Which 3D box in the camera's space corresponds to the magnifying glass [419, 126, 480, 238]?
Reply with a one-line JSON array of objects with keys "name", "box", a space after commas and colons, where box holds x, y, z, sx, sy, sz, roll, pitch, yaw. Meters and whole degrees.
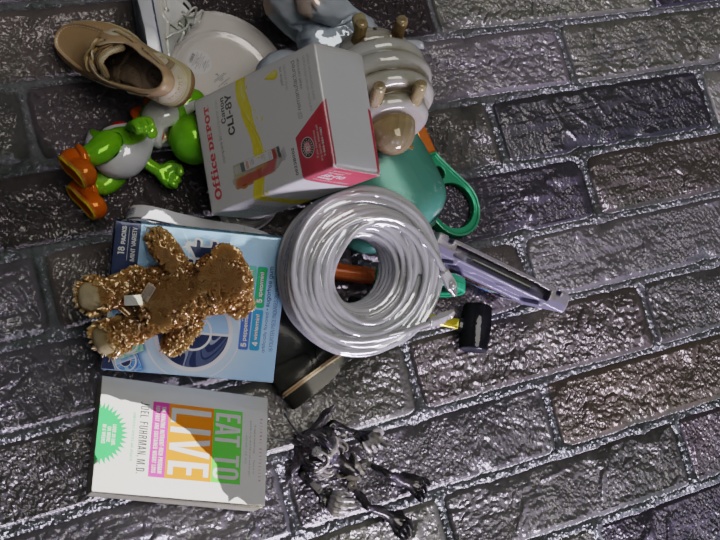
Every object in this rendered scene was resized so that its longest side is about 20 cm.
[{"name": "magnifying glass", "box": [0.100, -0.138, 1.662, 0.080, 0.022, 0.200, -24, 87, -28]}]

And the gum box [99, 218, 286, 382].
[{"name": "gum box", "box": [-0.191, 0.035, 1.418, 0.200, 0.045, 0.170, 5, 95, -14]}]

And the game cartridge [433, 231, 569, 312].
[{"name": "game cartridge", "box": [0.158, 0.002, 1.592, 0.200, 0.130, 0.038, 25, 82, -18]}]

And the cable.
[{"name": "cable", "box": [0.000, 0.000, 1.424, 0.200, 0.069, 0.200, -26, 108, -20]}]

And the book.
[{"name": "book", "box": [-0.209, 0.201, 1.418, 0.200, 0.048, 0.134, 9, 69, -21]}]

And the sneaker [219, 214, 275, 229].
[{"name": "sneaker", "box": [-0.100, -0.124, 1.528, 0.075, 0.082, 0.200, 47, 63, -8]}]

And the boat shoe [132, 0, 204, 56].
[{"name": "boat shoe", "box": [-0.233, -0.313, 1.511, 0.086, 0.075, 0.202, -6, 66, -15]}]

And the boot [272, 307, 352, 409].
[{"name": "boot", "box": [-0.050, 0.054, 1.507, 0.200, 0.077, 0.138, -40, 91, -24]}]

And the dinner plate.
[{"name": "dinner plate", "box": [-0.176, -0.238, 1.556, 0.200, 0.024, 0.201, 7, 73, -23]}]

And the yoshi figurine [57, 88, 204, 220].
[{"name": "yoshi figurine", "box": [-0.246, -0.140, 1.448, 0.200, 0.112, 0.112, -39, 108, -26]}]

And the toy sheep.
[{"name": "toy sheep", "box": [0.023, -0.223, 1.447, 0.138, 0.138, 0.200, 3, 62, -25]}]

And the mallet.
[{"name": "mallet", "box": [0.078, 0.070, 1.592, 0.200, 0.041, 0.066, 4, 77, -20]}]

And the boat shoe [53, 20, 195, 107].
[{"name": "boat shoe", "box": [-0.285, -0.248, 1.427, 0.200, 0.064, 0.071, 22, 97, 24]}]

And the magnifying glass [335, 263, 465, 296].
[{"name": "magnifying glass", "box": [0.036, 0.009, 1.562, 0.200, 0.080, 0.022, 6, 77, -13]}]

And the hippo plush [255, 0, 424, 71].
[{"name": "hippo plush", "box": [-0.063, -0.267, 1.563, 0.200, 0.159, 0.161, 27, 85, -35]}]

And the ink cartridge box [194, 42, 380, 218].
[{"name": "ink cartridge box", "box": [-0.087, -0.152, 1.396, 0.083, 0.200, 0.145, 2, 75, -50]}]

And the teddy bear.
[{"name": "teddy bear", "box": [-0.217, 0.027, 1.362, 0.200, 0.067, 0.145, -34, 97, 0]}]

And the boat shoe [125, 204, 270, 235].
[{"name": "boat shoe", "box": [-0.185, -0.023, 1.468, 0.200, 0.072, 0.068, 14, 71, -18]}]

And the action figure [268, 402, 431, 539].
[{"name": "action figure", "box": [-0.009, 0.237, 1.467, 0.200, 0.102, 0.119, 32, 79, -17]}]

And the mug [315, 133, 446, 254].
[{"name": "mug", "box": [0.043, -0.097, 1.548, 0.185, 0.152, 0.115, -32, 97, -26]}]
